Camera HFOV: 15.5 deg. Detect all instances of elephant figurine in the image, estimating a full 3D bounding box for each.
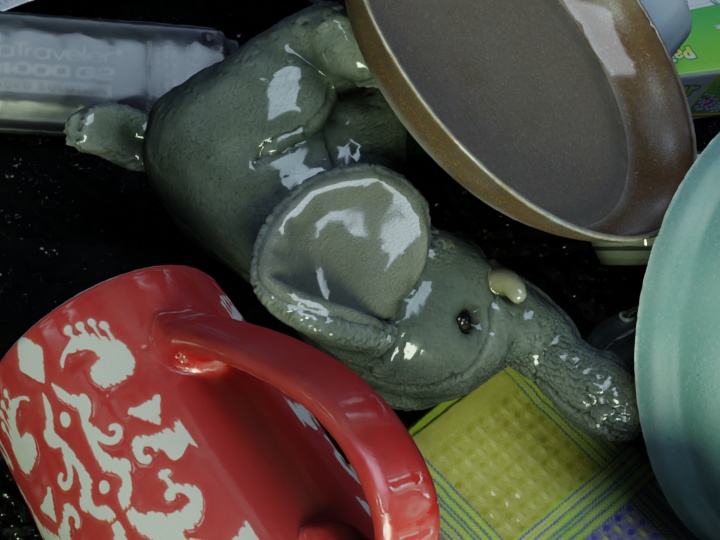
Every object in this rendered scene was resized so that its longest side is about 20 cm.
[{"bbox_3d":[0.000,0.000,1.098,0.141,0.155,0.201,21,44,-57],"label":"elephant figurine"}]

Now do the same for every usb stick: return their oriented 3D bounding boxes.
[{"bbox_3d":[-0.151,-0.087,1.166,0.199,0.033,0.056,3,79,-15],"label":"usb stick"}]

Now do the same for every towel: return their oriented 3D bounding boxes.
[{"bbox_3d":[0.084,0.129,1.103,0.200,0.023,0.143,45,55,14],"label":"towel"}]

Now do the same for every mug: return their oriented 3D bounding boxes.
[{"bbox_3d":[-0.038,0.093,1.008,0.133,0.177,0.200,15,35,-56],"label":"mug"}]

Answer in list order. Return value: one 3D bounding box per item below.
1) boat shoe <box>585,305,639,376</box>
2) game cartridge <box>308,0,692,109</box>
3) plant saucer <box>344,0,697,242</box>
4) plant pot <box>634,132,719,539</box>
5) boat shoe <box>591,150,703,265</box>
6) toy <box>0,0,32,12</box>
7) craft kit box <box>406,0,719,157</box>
[{"bbox_3d":[0.175,0.025,1.175,0.199,0.075,0.066,-23,36,-37],"label":"boat shoe"},{"bbox_3d":[0.050,-0.142,1.202,0.200,0.042,0.133,40,67,-2],"label":"game cartridge"},{"bbox_3d":[0.061,-0.092,1.113,0.200,0.032,0.201,30,40,-30],"label":"plant saucer"},{"bbox_3d":[0.227,0.032,1.080,0.134,0.201,0.200,10,37,46],"label":"plant pot"},{"bbox_3d":[0.198,-0.043,1.218,0.199,0.075,0.063,-7,92,-17],"label":"boat shoe"},{"bbox_3d":[-0.104,-0.186,1.236,0.199,0.047,0.116,-23,66,-12],"label":"toy"},{"bbox_3d":[0.086,-0.156,1.287,0.199,0.049,0.198,-8,57,-22],"label":"craft kit box"}]
